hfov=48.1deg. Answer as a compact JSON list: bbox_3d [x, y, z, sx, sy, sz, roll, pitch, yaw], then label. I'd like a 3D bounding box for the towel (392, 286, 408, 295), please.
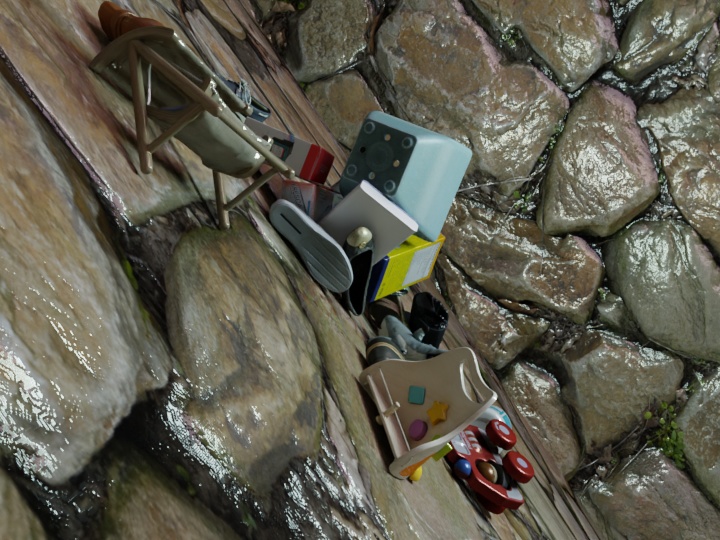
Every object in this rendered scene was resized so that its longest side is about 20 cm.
[{"bbox_3d":[0.007,-0.019,1.708,0.144,0.022,0.201,2,38,-28],"label":"towel"}]

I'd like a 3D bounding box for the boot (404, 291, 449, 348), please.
[{"bbox_3d":[0.123,0.107,1.696,0.201,0.075,0.170,-116,-155,-47],"label":"boot"}]

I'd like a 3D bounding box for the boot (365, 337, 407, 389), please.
[{"bbox_3d":[0.084,0.222,1.384,0.199,0.078,0.139,39,18,-19],"label":"boot"}]

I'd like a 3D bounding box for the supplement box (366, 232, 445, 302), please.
[{"bbox_3d":[0.061,-0.032,1.638,0.109,0.110,0.198,40,37,27],"label":"supplement box"}]

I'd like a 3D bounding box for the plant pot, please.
[{"bbox_3d":[0.069,-0.192,1.517,0.194,0.199,0.200,24,2,22],"label":"plant pot"}]

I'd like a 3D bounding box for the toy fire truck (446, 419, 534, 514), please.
[{"bbox_3d":[0.227,0.368,1.552,0.166,0.113,0.201,21,26,-30],"label":"toy fire truck"}]

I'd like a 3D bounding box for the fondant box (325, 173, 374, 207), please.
[{"bbox_3d":[-0.030,-0.169,1.733,0.059,0.199,0.144,53,9,-8],"label":"fondant box"}]

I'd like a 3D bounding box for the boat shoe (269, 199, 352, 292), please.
[{"bbox_3d":[-0.082,-0.052,1.430,0.201,0.073,0.067,53,11,-16],"label":"boat shoe"}]

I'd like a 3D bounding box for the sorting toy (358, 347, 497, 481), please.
[{"bbox_3d":[0.112,0.202,1.209,0.107,0.179,0.201,48,11,-35],"label":"sorting toy"}]

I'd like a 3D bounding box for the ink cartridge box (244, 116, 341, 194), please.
[{"bbox_3d":[-0.123,-0.214,1.520,0.197,0.068,0.116,24,4,9],"label":"ink cartridge box"}]

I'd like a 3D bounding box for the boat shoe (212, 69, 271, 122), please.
[{"bbox_3d":[-0.252,-0.363,1.684,0.200,0.061,0.076,43,17,-55],"label":"boat shoe"}]

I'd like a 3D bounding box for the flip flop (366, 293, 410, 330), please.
[{"bbox_3d":[0.049,0.094,1.657,0.057,0.081,0.202,28,30,-39],"label":"flip flop"}]

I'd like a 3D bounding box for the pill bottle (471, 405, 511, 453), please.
[{"bbox_3d":[0.279,0.356,1.793,0.112,0.110,0.200,57,9,15],"label":"pill bottle"}]

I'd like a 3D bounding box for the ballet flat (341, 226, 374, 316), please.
[{"bbox_3d":[0.000,0.000,1.473,0.202,0.065,0.057,93,-27,-46],"label":"ballet flat"}]

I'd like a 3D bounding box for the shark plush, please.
[{"bbox_3d":[0.094,0.130,1.475,0.091,0.084,0.199,44,-21,-24],"label":"shark plush"}]

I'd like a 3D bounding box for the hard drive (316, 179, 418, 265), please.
[{"bbox_3d":[-0.004,-0.069,1.482,0.131,0.199,0.026,36,46,-16],"label":"hard drive"}]

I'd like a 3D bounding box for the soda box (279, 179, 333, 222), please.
[{"bbox_3d":[-0.102,-0.127,1.544,0.200,0.062,0.070,-3,102,-81],"label":"soda box"}]

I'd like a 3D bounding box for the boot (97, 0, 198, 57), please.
[{"bbox_3d":[-0.297,-0.298,1.183,0.154,0.077,0.200,32,-11,16],"label":"boot"}]

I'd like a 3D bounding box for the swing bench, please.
[{"bbox_3d":[-0.215,-0.195,1.047,0.202,0.129,0.199,59,10,26],"label":"swing bench"}]
